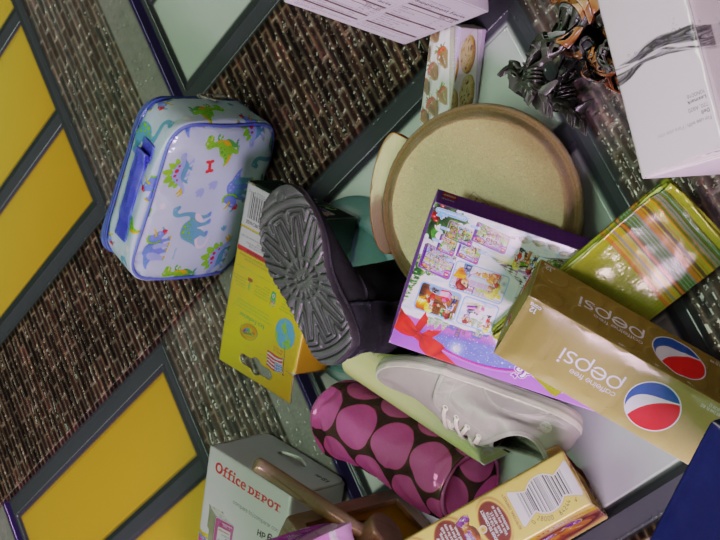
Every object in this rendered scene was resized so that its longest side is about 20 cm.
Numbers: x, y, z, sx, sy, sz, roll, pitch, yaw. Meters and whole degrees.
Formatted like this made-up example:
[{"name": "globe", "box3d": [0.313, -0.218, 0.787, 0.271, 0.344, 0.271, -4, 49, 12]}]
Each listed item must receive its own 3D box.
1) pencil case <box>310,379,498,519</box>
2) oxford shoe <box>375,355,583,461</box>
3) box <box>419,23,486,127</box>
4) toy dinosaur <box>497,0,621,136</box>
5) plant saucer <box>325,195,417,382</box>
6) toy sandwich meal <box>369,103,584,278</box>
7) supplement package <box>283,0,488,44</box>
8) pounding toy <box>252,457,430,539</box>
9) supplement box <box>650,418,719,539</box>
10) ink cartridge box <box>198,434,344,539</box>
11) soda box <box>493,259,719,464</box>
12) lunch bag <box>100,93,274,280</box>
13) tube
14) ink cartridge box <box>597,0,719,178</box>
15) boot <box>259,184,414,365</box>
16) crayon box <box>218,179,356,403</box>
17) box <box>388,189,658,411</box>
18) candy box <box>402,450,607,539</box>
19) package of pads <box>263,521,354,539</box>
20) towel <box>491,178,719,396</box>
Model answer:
[{"name": "pencil case", "box3d": [0.040, 0.181, 1.399, 0.199, 0.091, 0.094, 27, 150, 43]}, {"name": "oxford shoe", "box3d": [0.098, 0.124, 1.274, 0.198, 0.075, 0.058, 18, 74, 22]}, {"name": "box", "box3d": [0.081, -0.132, 1.353, 0.039, 0.041, 0.202, 19, 107, 44]}, {"name": "toy dinosaur", "box3d": [0.193, -0.194, 1.215, 0.136, 0.102, 0.200, -56, 37, 16]}, {"name": "plant saucer", "box3d": [-0.010, 0.024, 1.472, 0.199, 0.027, 0.202, 7, 100, 45]}, {"name": "toy sandwich meal", "box3d": [0.106, -0.054, 1.290, 0.203, 0.070, 0.207, 1, 92, 18]}, {"name": "supplement package", "box3d": [0.024, -0.329, 1.283, 0.110, 0.155, 0.202, -12, 73, 46]}, {"name": "pounding toy", "box3d": [-0.003, 0.283, 1.378, 0.200, 0.183, 0.143, 44, 123, 34]}, {"name": "supplement box", "box3d": [0.321, 0.165, 1.020, 0.109, 0.199, 0.110, 40, 121, 35]}, {"name": "ink cartridge box", "box3d": [-0.104, 0.298, 1.556, 0.144, 0.084, 0.202, 22, 109, 43]}, {"name": "soda box", "box3d": [0.210, 0.076, 1.149, 0.199, 0.068, 0.064, 29, 121, 1]}, {"name": "lunch bag", "box3d": [-0.189, -0.091, 1.549, 0.082, 0.160, 0.201, 40, 122, 35]}, {"name": "tube", "box3d": [0.066, 0.124, 1.355, 0.199, 0.052, 0.058, 31, 73, 34]}, {"name": "ink cartridge box", "box3d": [0.260, -0.175, 1.086, 0.084, 0.145, 0.202, -19, 80, 46]}, {"name": "boot", "box3d": [0.000, 0.001, 1.315, 0.065, 0.199, 0.166, -22, 82, 31]}, {"name": "crayon box", "box3d": [-0.079, 0.020, 1.488, 0.127, 0.051, 0.202, 28, 113, 41]}, {"name": "box", "box3d": [0.137, 0.027, 1.228, 0.198, 0.039, 0.138, 19, 112, 0]}, {"name": "candy box", "box3d": [0.110, 0.234, 1.241, 0.199, 0.117, 0.057, -32, 68, 6]}, {"name": "package of pads", "box3d": [-0.042, 0.330, 1.269, 0.120, 0.075, 0.202, -18, 88, 39]}, {"name": "towel", "box3d": [0.207, 0.018, 1.184, 0.086, 0.018, 0.200, 45, 110, -9]}]
